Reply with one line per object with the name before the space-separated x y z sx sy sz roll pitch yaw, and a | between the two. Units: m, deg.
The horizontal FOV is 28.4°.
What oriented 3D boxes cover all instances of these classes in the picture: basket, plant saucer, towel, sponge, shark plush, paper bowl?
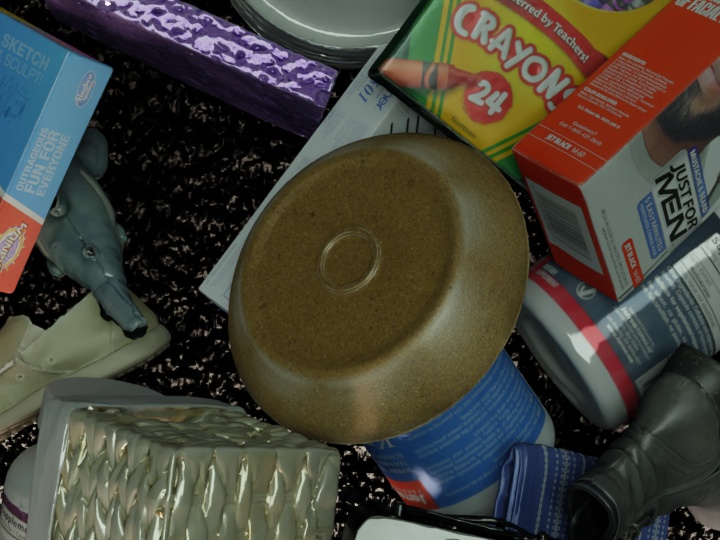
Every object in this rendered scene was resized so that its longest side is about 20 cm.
basket | -0.101 0.177 0.788 0.135 0.123 0.202 7 89 -43
plant saucer | 0.000 0.000 0.833 0.199 0.035 0.202 -12 61 23
towel | 0.137 0.191 0.908 0.024 0.199 0.146 5 81 41
sponge | -0.112 -0.147 0.935 0.199 0.112 0.030 24 83 -2
shark plush | -0.197 -0.029 0.908 0.090 0.083 0.201 -23 61 0
paper bowl | -0.004 -0.244 0.954 0.199 0.104 0.203 0 85 -3

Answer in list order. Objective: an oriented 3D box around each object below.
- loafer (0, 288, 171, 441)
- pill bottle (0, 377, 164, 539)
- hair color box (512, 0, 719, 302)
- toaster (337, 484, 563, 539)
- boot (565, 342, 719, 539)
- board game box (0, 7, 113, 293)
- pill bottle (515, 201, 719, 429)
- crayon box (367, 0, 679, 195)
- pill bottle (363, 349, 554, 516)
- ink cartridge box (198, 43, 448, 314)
loafer | -0.225 0.067 0.936 0.199 0.076 0.069 -26 87 -14
pill bottle | -0.173 0.174 0.889 0.111 0.112 0.202 12 99 -3
hair color box | 0.194 -0.090 0.864 0.200 0.111 0.064 -43 47 -13
toaster | 0.069 0.189 0.741 0.179 0.200 0.120 13 83 -1
boot | 0.184 0.142 0.899 0.070 0.200 0.132 32 71 37
board game box | -0.261 -0.099 0.894 0.199 0.040 0.154 30 97 32
pill bottle | 0.206 0.001 0.941 0.199 0.120 0.120 -36 89 -6
crayon box | 0.113 -0.164 0.873 0.127 0.051 0.201 36 90 -11
pill bottle | 0.056 0.094 0.914 0.112 0.112 0.201 -37 106 -5
ink cartridge box | -0.012 -0.040 0.940 0.044 0.094 0.201 33 85 37
